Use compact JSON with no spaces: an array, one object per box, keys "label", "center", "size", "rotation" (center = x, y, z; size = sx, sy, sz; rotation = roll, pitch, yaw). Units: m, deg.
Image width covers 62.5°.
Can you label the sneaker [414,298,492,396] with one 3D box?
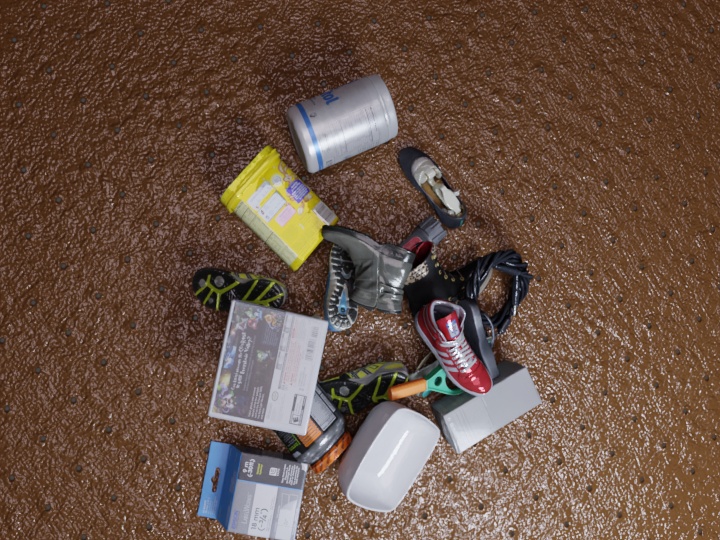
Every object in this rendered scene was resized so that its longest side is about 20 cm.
[{"label":"sneaker","center":[0.181,0.140,1.093],"size":[0.071,0.113,0.201],"rotation":[-37,79,-21]}]

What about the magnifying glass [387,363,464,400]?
[{"label":"magnifying glass","center":[0.141,0.214,1.144],"size":[0.194,0.022,0.083],"rotation":[-10,108,-23]}]

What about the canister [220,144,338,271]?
[{"label":"canister","center":[-0.156,-0.119,1.170],"size":[0.200,0.086,0.149],"rotation":[44,81,-4]}]

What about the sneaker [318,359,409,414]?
[{"label":"sneaker","center":[0.005,0.229,1.182],"size":[0.193,0.077,0.078],"rotation":[-10,110,10]}]

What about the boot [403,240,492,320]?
[{"label":"boot","center":[0.163,0.005,1.180],"size":[0.197,0.073,0.152],"rotation":[-35,123,-2]}]

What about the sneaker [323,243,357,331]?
[{"label":"sneaker","center":[-0.044,0.025,1.179],"size":[0.076,0.090,0.206],"rotation":[19,64,-17]}]

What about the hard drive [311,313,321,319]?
[{"label":"hard drive","center":[-0.161,0.145,1.130],"size":[0.196,0.132,0.027],"rotation":[-30,91,-8]}]

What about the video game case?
[{"label":"video game case","center":[-0.162,0.171,1.050],"size":[0.175,0.023,0.207],"rotation":[12,86,-7]}]

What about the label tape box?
[{"label":"label tape box","center":[-0.209,0.424,1.141],"size":[0.193,0.063,0.150],"rotation":[11,85,-7]}]

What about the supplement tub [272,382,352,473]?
[{"label":"supplement tub","center":[-0.111,0.272,1.125],"size":[0.122,0.123,0.201],"rotation":[-39,86,-8]}]

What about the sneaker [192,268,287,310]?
[{"label":"sneaker","center":[-0.234,0.042,1.156],"size":[0.193,0.076,0.078],"rotation":[12,93,11]}]

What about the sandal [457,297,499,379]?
[{"label":"sandal","center":[0.230,0.122,1.132],"size":[0.042,0.076,0.203],"rotation":[-30,128,-7]}]

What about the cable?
[{"label":"cable","center":[0.276,0.039,1.178],"size":[0.163,0.051,0.201],"rotation":[-44,132,-5]}]

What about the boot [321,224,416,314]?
[{"label":"boot","center":[0.000,0.000,1.107],"size":[0.194,0.068,0.135],"rotation":[20,95,11]}]

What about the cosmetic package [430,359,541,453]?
[{"label":"cosmetic package","center":[0.248,0.267,1.188],"size":[0.195,0.107,0.093],"rotation":[-25,93,-6]}]

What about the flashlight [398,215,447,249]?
[{"label":"flashlight","center":[0.091,-0.025,1.204],"size":[0.198,0.068,0.068],"rotation":[-40,90,-7]}]

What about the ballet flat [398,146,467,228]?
[{"label":"ballet flat","center":[0.154,-0.177,1.221],"size":[0.072,0.073,0.202],"rotation":[-36,91,-8]}]

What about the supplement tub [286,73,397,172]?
[{"label":"supplement tub","center":[-0.038,-0.290,1.173],"size":[0.195,0.132,0.136],"rotation":[-24,90,-8]}]

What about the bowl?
[{"label":"bowl","center":[0.046,0.348,1.137],"size":[0.203,0.074,0.199],"rotation":[-57,138,-5]}]

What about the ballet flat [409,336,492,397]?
[{"label":"ballet flat","center":[0.179,0.177,1.208],"size":[0.197,0.068,0.064],"rotation":[-34,61,-10]}]
